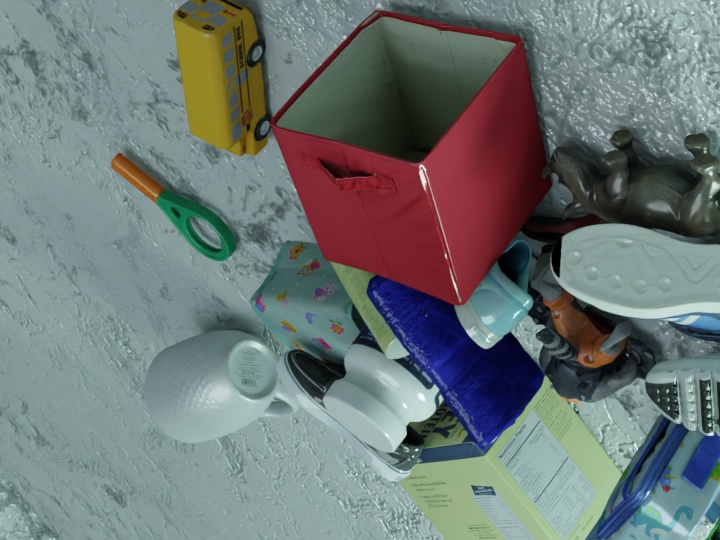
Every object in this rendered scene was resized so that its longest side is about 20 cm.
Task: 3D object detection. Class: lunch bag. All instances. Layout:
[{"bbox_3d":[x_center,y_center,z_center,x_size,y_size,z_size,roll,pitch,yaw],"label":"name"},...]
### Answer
[{"bbox_3d":[0.308,0.176,1.204,0.082,0.200,0.161,34,156,10],"label":"lunch bag"},{"bbox_3d":[-0.006,0.068,1.511,0.170,0.122,0.200,7,145,40],"label":"lunch bag"}]

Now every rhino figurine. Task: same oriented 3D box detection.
[{"bbox_3d":[0.239,-0.074,1.129,0.199,0.060,0.088,10,133,44],"label":"rhino figurine"}]

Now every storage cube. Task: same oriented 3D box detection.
[{"bbox_3d":[0.051,-0.105,1.178,0.170,0.200,0.180,18,146,34],"label":"storage cube"}]

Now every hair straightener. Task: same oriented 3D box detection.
[{"bbox_3d":[0.211,-0.016,1.242,0.199,0.041,0.077,2,129,47],"label":"hair straightener"}]

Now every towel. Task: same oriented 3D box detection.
[{"bbox_3d":[0.100,0.062,1.270,0.049,0.148,0.200,-36,94,33],"label":"towel"}]

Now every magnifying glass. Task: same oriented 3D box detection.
[{"bbox_3d":[-0.245,-0.085,1.680,0.200,0.022,0.080,37,148,5],"label":"magnifying glass"}]

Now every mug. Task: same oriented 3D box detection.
[{"bbox_3d":[-0.179,0.166,1.813,0.199,0.149,0.175,25,150,-31],"label":"mug"}]

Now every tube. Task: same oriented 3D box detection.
[{"bbox_3d":[0.000,0.000,1.330,0.058,0.052,0.200,-48,58,23],"label":"tube"}]

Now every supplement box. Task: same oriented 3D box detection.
[{"bbox_3d":[0.166,0.235,1.493,0.200,0.134,0.200,52,147,-13],"label":"supplement box"}]

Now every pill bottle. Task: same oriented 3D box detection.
[{"bbox_3d":[0.054,0.088,1.372,0.115,0.200,0.116,32,159,14],"label":"pill bottle"}]

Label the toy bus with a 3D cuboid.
[{"bbox_3d":[-0.149,-0.204,1.389,0.065,0.078,0.201,28,145,23],"label":"toy bus"}]

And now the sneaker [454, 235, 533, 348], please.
[{"bbox_3d":[0.132,-0.012,1.244,0.082,0.201,0.074,-35,127,21],"label":"sneaker"}]

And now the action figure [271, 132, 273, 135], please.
[{"bbox_3d":[-0.023,-0.106,1.380,0.130,0.069,0.201,16,135,47],"label":"action figure"}]

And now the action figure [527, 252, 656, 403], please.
[{"bbox_3d":[0.198,0.066,1.284,0.199,0.105,0.194,31,159,27],"label":"action figure"}]

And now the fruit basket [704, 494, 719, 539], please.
[{"bbox_3d":[0.427,0.279,1.270,0.185,0.094,0.200,41,167,5],"label":"fruit basket"}]

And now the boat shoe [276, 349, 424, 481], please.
[{"bbox_3d":[-0.008,0.150,1.447,0.200,0.070,0.066,44,121,15],"label":"boat shoe"}]

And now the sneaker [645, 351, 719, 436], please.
[{"bbox_3d":[0.351,0.097,1.122,0.198,0.081,0.075,1,130,11],"label":"sneaker"}]

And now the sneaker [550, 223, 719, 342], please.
[{"bbox_3d":[0.267,0.021,1.131,0.199,0.081,0.147,5,162,9],"label":"sneaker"}]
